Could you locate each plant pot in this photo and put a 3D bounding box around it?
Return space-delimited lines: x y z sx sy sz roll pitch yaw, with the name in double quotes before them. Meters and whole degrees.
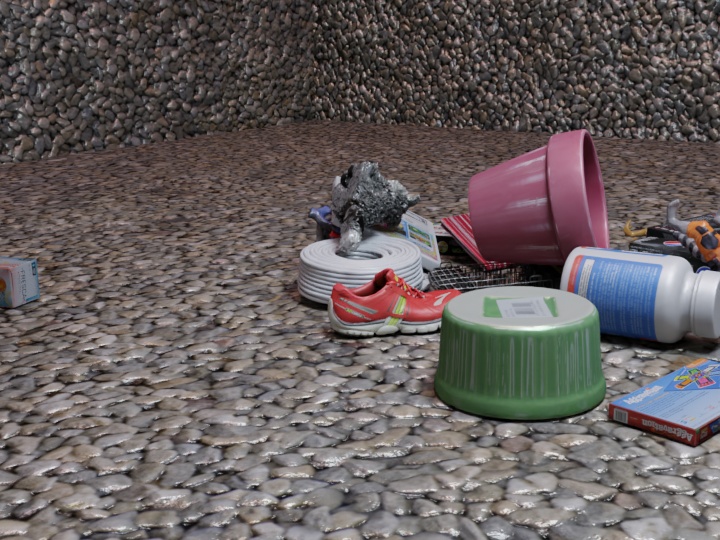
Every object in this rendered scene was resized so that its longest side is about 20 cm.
"plant pot" 0.258 -0.090 1.495 0.176 0.204 0.200 -9 10 20

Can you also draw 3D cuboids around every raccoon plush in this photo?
"raccoon plush" 0.022 -0.076 1.627 0.133 0.203 0.096 30 -38 -26

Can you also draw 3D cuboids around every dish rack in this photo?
"dish rack" 0.201 0.022 1.528 0.196 0.056 0.154 -4 13 -4

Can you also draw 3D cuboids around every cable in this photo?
"cable" 0.000 0.000 1.577 0.196 0.071 0.200 7 17 20

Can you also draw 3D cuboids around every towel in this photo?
"towel" 0.251 -0.058 1.801 0.197 0.023 0.145 -12 44 -34

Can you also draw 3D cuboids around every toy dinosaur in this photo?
"toy dinosaur" 0.497 -0.047 1.759 0.198 0.062 0.105 -13 19 -38

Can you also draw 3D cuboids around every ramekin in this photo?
"ramekin" 0.180 0.086 1.166 0.196 0.100 0.200 -1 14 0

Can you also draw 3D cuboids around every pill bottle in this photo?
"pill bottle" 0.369 0.034 1.336 0.197 0.115 0.112 8 16 33

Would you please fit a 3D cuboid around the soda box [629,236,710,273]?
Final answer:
"soda box" 0.503 -0.001 1.545 0.063 0.072 0.198 -14 18 -39

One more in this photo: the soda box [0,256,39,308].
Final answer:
"soda box" -0.603 0.013 1.610 0.196 0.065 0.068 5 15 22

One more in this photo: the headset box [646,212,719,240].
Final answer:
"headset box" 0.582 -0.035 1.660 0.197 0.079 0.148 -12 20 -32

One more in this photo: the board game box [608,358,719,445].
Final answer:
"board game box" 0.365 0.138 1.111 0.198 0.020 0.102 -14 20 -42

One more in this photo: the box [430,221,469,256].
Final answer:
"box" 0.151 -0.060 1.894 0.197 0.035 0.110 6 15 27

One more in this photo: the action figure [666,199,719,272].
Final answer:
"action figure" 0.518 -0.006 1.394 0.197 0.105 0.196 8 46 -39

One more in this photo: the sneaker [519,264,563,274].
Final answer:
"sneaker" 0.320 -0.015 1.629 0.081 0.075 0.200 -9 24 -26

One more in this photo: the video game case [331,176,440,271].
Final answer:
"video game case" 0.042 -0.081 1.751 0.197 0.024 0.183 26 22 -12

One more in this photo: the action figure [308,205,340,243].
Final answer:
"action figure" -0.002 -0.034 1.760 0.198 0.106 0.193 33 29 9

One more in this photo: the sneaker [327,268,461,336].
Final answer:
"sneaker" 0.052 0.039 1.398 0.196 0.087 0.077 -6 15 -18
